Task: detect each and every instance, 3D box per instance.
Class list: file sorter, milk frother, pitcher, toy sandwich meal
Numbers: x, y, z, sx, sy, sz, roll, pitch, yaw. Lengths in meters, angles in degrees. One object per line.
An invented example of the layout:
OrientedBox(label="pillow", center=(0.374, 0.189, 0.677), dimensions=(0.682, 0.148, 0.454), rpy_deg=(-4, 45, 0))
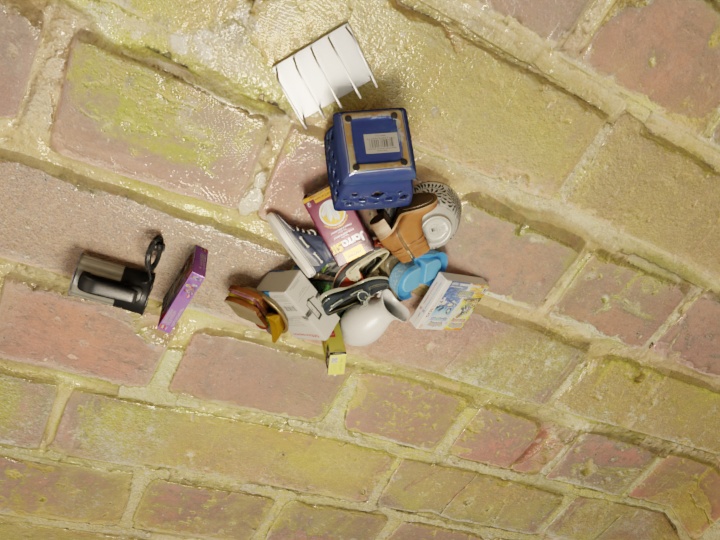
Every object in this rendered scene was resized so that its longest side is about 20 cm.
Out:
OrientedBox(label="file sorter", center=(-0.076, -0.434, 1.296), dimensions=(0.199, 0.125, 0.139), rpy_deg=(-28, 123, 6))
OrientedBox(label="milk frother", center=(-0.616, -0.009, 1.463), dimensions=(0.187, 0.180, 0.201), rpy_deg=(18, 73, -22))
OrientedBox(label="pitcher", center=(0.018, 0.117, 1.660), dimensions=(0.200, 0.121, 0.172), rpy_deg=(-35, 83, 33))
OrientedBox(label="toy sandwich meal", center=(-0.285, 0.121, 1.573), dimensions=(0.204, 0.070, 0.206), rpy_deg=(26, 148, 17))

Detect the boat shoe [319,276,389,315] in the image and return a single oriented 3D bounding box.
OrientedBox(label="boat shoe", center=(-0.009, 0.069, 1.543), dimensions=(0.199, 0.062, 0.075), rpy_deg=(-14, 148, -17))

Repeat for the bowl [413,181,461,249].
OrientedBox(label="bowl", center=(0.193, -0.128, 1.558), dimensions=(0.199, 0.094, 0.202), rpy_deg=(-5, 123, -8))

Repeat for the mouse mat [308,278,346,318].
OrientedBox(label="mouse mat", center=(-0.111, 0.114, 1.700), dimensions=(0.160, 0.008, 0.201), rpy_deg=(5, 121, -14))

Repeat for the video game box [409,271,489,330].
OrientedBox(label="video game box", center=(0.265, 0.096, 1.704), dimensions=(0.199, 0.047, 0.183), rpy_deg=(7, 124, -39))

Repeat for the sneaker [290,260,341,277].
OrientedBox(label="sneaker", center=(-0.100, -0.010, 1.586), dimensions=(0.199, 0.071, 0.083), rpy_deg=(-19, 117, -2))

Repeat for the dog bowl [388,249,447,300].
OrientedBox(label="dog bowl", center=(0.160, 0.005, 1.610), dimensions=(0.199, 0.049, 0.112), rpy_deg=(-27, 135, -33))

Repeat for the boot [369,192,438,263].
OrientedBox(label="boot", center=(0.140, -0.103, 1.472), dimensions=(0.199, 0.077, 0.155), rpy_deg=(-27, 121, 24))

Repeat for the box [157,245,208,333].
OrientedBox(label="box", center=(-0.466, 0.048, 1.510), dimensions=(0.039, 0.137, 0.200), rpy_deg=(27, 113, -25))

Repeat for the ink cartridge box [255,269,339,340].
OrientedBox(label="ink cartridge box", center=(-0.174, 0.097, 1.586), dimensions=(0.145, 0.085, 0.200), rpy_deg=(-2, 135, 44))

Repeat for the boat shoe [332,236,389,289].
OrientedBox(label="boat shoe", center=(0.000, 0.000, 1.568), dimensions=(0.200, 0.063, 0.071), rpy_deg=(-48, 142, 13))

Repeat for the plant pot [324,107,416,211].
OrientedBox(label="plant pot", center=(0.026, -0.265, 1.341), dimensions=(0.199, 0.201, 0.180), rpy_deg=(-6, 168, -9))

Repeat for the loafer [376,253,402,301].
OrientedBox(label="loafer", center=(0.095, 0.013, 1.643), dimensions=(0.076, 0.067, 0.201), rpy_deg=(-40, 141, -18))

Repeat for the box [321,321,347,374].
OrientedBox(label="box", center=(-0.080, 0.203, 1.638), dimensions=(0.050, 0.200, 0.076), rpy_deg=(1, 123, -12))

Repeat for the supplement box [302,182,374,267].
OrientedBox(label="supplement box", center=(-0.054, -0.125, 1.481), dimensions=(0.110, 0.086, 0.201), rpy_deg=(-27, 104, 7))

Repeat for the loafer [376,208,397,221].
OrientedBox(label="loafer", center=(0.066, -0.179, 1.521), dimensions=(0.070, 0.068, 0.202), rpy_deg=(10, 117, -4))

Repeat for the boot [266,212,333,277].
OrientedBox(label="boot", center=(-0.158, -0.086, 1.516), dimensions=(0.090, 0.073, 0.200), rpy_deg=(-37, 96, -16))
